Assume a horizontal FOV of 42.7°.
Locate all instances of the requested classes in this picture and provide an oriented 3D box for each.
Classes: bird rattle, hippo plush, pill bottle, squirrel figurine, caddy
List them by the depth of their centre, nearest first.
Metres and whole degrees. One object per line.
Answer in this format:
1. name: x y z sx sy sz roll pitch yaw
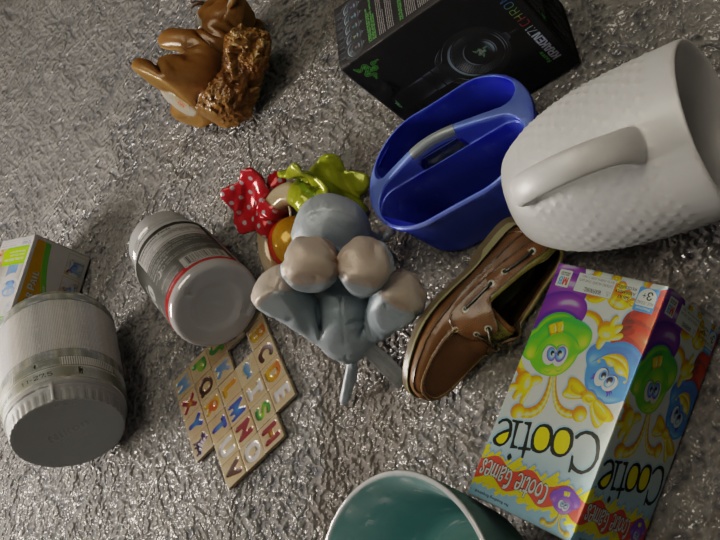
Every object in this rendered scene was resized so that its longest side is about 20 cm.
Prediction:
1. caddy: 0.100 -0.110 0.930 0.200 0.105 0.142 -29 50 30
2. hippo plush: 0.000 0.000 0.940 0.159 0.200 0.161 -22 36 29
3. bird rattle: -0.090 -0.057 1.095 0.200 0.113 0.163 -15 77 41
4. pill bottle: -0.218 0.004 1.166 0.114 0.114 0.200 -57 38 4
5. squirrel figurine: -0.195 -0.308 1.327 0.200 0.142 0.187 23 75 33

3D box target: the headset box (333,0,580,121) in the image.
1. headset box: 0.092 -0.241 0.958 0.200 0.174 0.093 -28 51 30

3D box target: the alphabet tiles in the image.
1. alphabet tiles: -0.151 0.153 1.103 0.167 0.008 0.200 -45 44 16

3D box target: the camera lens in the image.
1. camera lens: -0.401 0.140 1.236 0.160 0.160 0.200 -42 46 19

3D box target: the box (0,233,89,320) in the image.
1. box: -0.519 0.058 1.436 0.112 0.101 0.200 -5 65 42

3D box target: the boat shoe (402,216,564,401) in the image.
1. boat shoe: 0.113 0.043 0.861 0.068 0.072 0.200 36 95 47

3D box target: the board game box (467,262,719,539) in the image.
1. board game box: 0.186 0.111 0.731 0.105 0.103 0.200 15 79 47

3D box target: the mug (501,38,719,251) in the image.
1. mug: 0.201 -0.087 0.759 0.175 0.200 0.148 -21 86 37

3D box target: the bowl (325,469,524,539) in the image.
1. bowl: 0.068 0.263 0.744 0.201 0.105 0.201 -13 72 47
